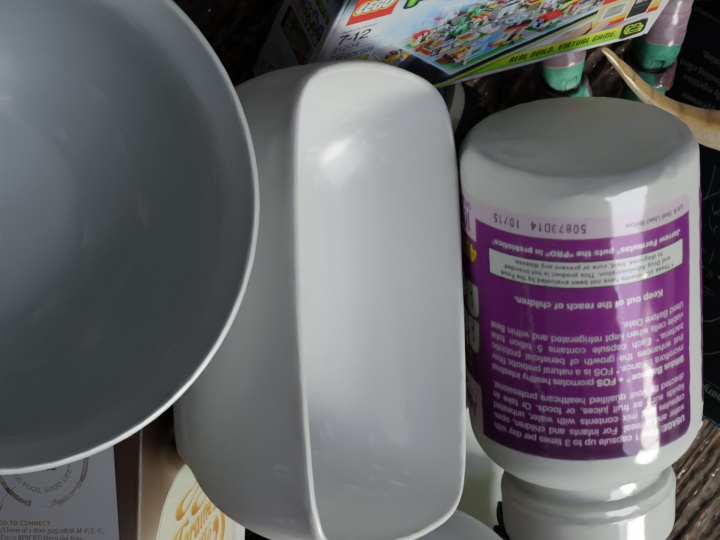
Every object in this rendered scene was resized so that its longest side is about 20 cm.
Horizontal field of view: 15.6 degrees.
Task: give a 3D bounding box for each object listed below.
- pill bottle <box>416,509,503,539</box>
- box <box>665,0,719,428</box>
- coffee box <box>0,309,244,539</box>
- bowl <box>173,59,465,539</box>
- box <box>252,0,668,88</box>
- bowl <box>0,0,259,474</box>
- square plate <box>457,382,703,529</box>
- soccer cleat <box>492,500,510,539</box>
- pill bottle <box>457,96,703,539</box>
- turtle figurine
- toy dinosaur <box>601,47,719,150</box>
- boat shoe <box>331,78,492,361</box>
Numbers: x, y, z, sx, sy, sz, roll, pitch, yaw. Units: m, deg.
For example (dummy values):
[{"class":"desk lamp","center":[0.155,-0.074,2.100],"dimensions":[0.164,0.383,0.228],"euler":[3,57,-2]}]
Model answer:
[{"class":"pill bottle","center":[0.017,0.219,1.350],"dimensions":[0.111,0.111,0.200],"euler":[-29,150,-32]},{"class":"box","center":[0.224,-0.024,1.405],"dimensions":[0.107,0.148,0.201],"euler":[-5,120,-47]},{"class":"coffee box","center":[-0.105,0.109,1.109],"dimensions":[0.114,0.079,0.201],"euler":[-17,110,-69]},{"class":"bowl","center":[-0.019,0.014,1.101],"dimensions":[0.200,0.074,0.201],"euler":[-1,90,-68]},{"class":"box","center":[0.058,-0.126,1.163],"dimensions":[0.199,0.035,0.110],"euler":[-17,158,-26]},{"class":"bowl","center":[-0.143,-0.024,1.000],"dimensions":[0.200,0.090,0.202],"euler":[1,86,-14]},{"class":"square plate","center":[0.063,0.118,1.389],"dimensions":[0.198,0.028,0.200],"euler":[-44,146,16]},{"class":"soccer cleat","center":[0.099,0.159,1.391],"dimensions":[0.067,0.081,0.200],"euler":[-20,167,-8]},{"class":"pill bottle","center":[0.103,0.030,1.220],"dimensions":[0.112,0.112,0.201],"euler":[-23,120,-37]},{"class":"turtle figurine","center":[0.118,-0.047,1.316],"dimensions":[0.149,0.101,0.201],"euler":[-23,127,-37]},{"class":"toy dinosaur","center":[0.211,-0.064,1.279],"dimensions":[0.199,0.060,0.107],"euler":[-4,100,-6]},{"class":"boat shoe","center":[0.000,0.000,1.232],"dimensions":[0.200,0.072,0.068],"euler":[-58,143,-4]}]
